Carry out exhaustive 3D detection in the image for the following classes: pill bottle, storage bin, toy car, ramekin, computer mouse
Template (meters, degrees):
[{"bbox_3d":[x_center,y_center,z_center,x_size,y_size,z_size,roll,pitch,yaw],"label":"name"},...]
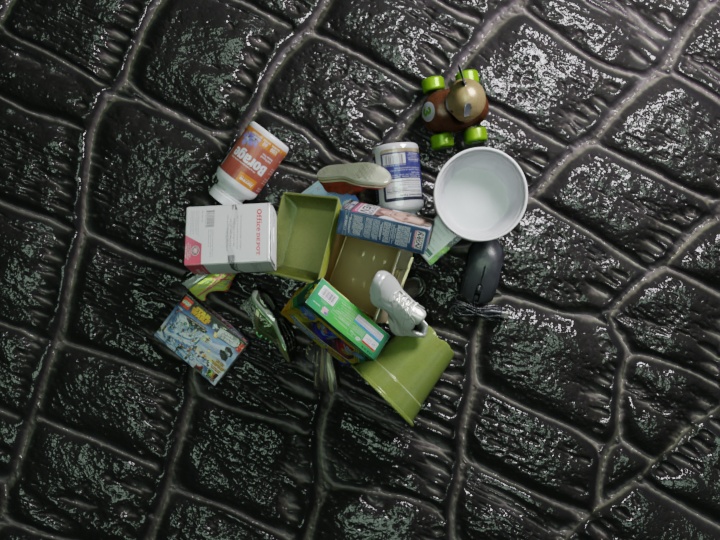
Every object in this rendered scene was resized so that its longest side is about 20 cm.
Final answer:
[{"bbox_3d":[0.090,-0.190,1.434,0.110,0.111,0.202,-5,91,5],"label":"pill bottle"},{"bbox_3d":[-0.270,-0.243,1.463,0.112,0.112,0.200,36,94,3],"label":"pill bottle"},{"bbox_3d":[0.000,0.000,1.422,0.199,0.094,0.200,22,94,27],"label":"storage bin"},{"bbox_3d":[0.216,-0.375,1.372,0.157,0.200,0.166,-9,91,5],"label":"toy car"},{"bbox_3d":[0.257,-0.162,1.342,0.199,0.105,0.202,0,91,3],"label":"ramekin"},{"bbox_3d":[0.292,0.019,1.450,0.137,0.053,0.202,8,92,6],"label":"computer mouse"}]

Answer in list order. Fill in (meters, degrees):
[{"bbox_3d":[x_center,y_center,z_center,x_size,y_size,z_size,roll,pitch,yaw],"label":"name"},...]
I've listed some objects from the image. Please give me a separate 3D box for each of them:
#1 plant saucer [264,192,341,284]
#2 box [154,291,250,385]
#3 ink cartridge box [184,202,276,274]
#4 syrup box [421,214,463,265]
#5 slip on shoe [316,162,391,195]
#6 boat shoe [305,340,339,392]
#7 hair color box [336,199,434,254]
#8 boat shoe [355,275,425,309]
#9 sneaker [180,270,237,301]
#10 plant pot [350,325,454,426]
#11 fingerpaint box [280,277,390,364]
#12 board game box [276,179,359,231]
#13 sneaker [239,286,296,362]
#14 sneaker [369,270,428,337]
[{"bbox_3d":[-0.126,-0.074,1.425,0.199,0.048,0.201,11,86,43],"label":"plant saucer"},{"bbox_3d":[-0.392,0.168,1.522,0.200,0.040,0.137,39,96,3],"label":"box"},{"bbox_3d":[-0.296,-0.072,1.419,0.198,0.085,0.147,-3,73,3],"label":"ink cartridge box"},{"bbox_3d":[0.214,-0.107,1.440,0.200,0.081,0.079,-41,89,6],"label":"syrup box"},{"bbox_3d":[-0.011,-0.206,1.415,0.199,0.074,0.061,6,137,35],"label":"slip on shoe"},{"bbox_3d":[-0.099,0.198,1.480,0.073,0.074,0.202,-8,90,5],"label":"boat shoe"},{"bbox_3d":[0.057,-0.098,1.348,0.199,0.100,0.061,15,111,9],"label":"hair color box"},{"bbox_3d":[0.061,0.070,1.466,0.199,0.068,0.072,-27,91,7],"label":"boat shoe"},{"bbox_3d":[-0.333,0.005,1.503,0.199,0.078,0.091,-28,115,0],"label":"sneaker"},{"bbox_3d":[0.112,0.220,1.418,0.200,0.200,0.190,44,83,3],"label":"plant pot"},{"bbox_3d":[-0.060,0.120,1.362,0.200,0.167,0.074,42,65,-13],"label":"fingerpaint box"},{"bbox_3d":[-0.111,-0.151,1.498,0.199,0.019,0.103,-36,87,5],"label":"board game box"},{"bbox_3d":[-0.226,0.142,1.500,0.088,0.077,0.201,-32,83,18],"label":"sneaker"},{"bbox_3d":[0.093,0.073,1.309,0.099,0.200,0.078,12,59,41],"label":"sneaker"}]
